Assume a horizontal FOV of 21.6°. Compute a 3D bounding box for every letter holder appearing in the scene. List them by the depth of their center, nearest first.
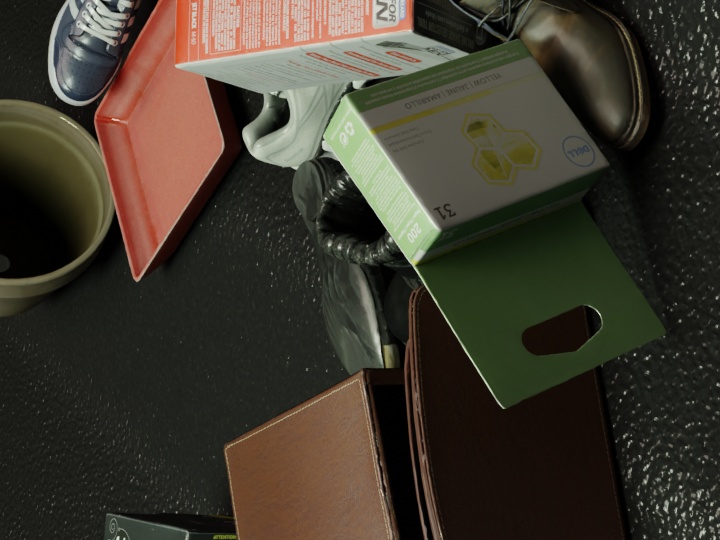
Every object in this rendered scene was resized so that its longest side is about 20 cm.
[{"bbox_3d":[0.073,0.120,1.180,0.101,0.142,0.201,-33,59,52],"label":"letter holder"},{"bbox_3d":[0.002,0.164,1.317,0.200,0.100,0.143,-32,62,52],"label":"letter holder"}]

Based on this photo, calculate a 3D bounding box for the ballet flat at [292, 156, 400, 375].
[{"bbox_3d":[0.000,0.000,1.398,0.066,0.057,0.200,-42,54,43],"label":"ballet flat"}]

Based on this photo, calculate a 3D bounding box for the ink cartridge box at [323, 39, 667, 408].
[{"bbox_3d":[0.089,-0.033,1.116,0.200,0.145,0.048,56,143,18],"label":"ink cartridge box"}]

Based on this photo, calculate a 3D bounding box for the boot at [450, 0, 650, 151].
[{"bbox_3d":[0.107,-0.152,1.200,0.075,0.097,0.200,-60,40,35],"label":"boot"}]

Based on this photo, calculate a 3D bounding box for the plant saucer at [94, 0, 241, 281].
[{"bbox_3d":[-0.171,-0.124,1.700,0.200,0.037,0.200,-52,44,42],"label":"plant saucer"}]

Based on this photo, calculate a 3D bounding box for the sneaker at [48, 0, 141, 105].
[{"bbox_3d":[-0.223,-0.248,1.716,0.200,0.070,0.108,-68,20,-7],"label":"sneaker"}]

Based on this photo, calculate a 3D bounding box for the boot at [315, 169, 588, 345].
[{"bbox_3d":[0.033,-0.009,1.245,0.211,0.157,0.080,-40,54,50],"label":"boot"}]

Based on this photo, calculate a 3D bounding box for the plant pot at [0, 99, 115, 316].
[{"bbox_3d":[-0.351,-0.040,1.859,0.174,0.199,0.200,120,143,-60],"label":"plant pot"}]

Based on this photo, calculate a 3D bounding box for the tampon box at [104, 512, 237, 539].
[{"bbox_3d":[-0.121,0.296,1.484,0.150,0.126,0.201,-1,85,57],"label":"tampon box"}]

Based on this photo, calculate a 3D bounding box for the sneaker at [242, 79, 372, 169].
[{"bbox_3d":[-0.030,-0.165,1.439,0.075,0.081,0.200,48,124,51],"label":"sneaker"}]

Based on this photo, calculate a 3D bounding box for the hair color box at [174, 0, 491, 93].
[{"bbox_3d":[-0.020,-0.173,1.327,0.200,0.111,0.064,-2,83,32],"label":"hair color box"}]
